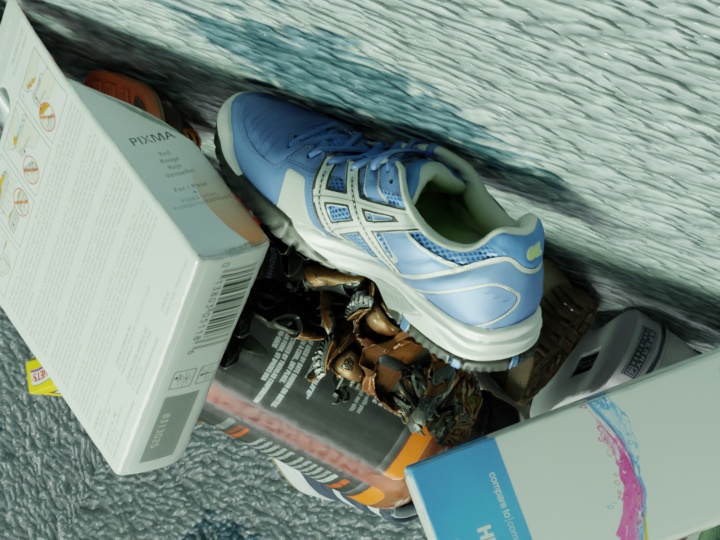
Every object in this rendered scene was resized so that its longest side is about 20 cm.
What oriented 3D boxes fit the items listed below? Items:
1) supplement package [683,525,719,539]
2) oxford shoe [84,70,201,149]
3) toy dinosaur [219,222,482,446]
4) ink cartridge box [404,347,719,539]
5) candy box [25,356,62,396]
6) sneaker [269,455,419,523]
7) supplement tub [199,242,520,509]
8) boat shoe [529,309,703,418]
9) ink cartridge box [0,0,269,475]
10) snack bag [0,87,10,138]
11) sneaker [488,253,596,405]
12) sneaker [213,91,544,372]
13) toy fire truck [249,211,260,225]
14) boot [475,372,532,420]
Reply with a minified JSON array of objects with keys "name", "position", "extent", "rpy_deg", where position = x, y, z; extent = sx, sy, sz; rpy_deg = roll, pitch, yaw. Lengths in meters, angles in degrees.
[{"name":"supplement package","position":[0.214,0.195,1.857],"extent":[0.152,0.200,0.151],"rpy_deg":[25,173,-8]},{"name":"oxford shoe","position":[-0.118,-0.073,1.593],"extent":[0.073,0.071,0.200],"rpy_deg":[-3,178,-16]},{"name":"toy dinosaur","position":[-0.011,0.012,1.485],"extent":[0.136,0.102,0.200],"rpy_deg":[10,-163,-39]},{"name":"ink cartridge box","position":[0.129,0.105,1.461],"extent":[0.145,0.200,0.085],"rpy_deg":[77,172,-84]},{"name":"candy box","position":[-0.093,0.061,1.745],"extent":[0.200,0.026,0.102],"rpy_deg":[7,158,-41]},{"name":"sneaker","position":[-0.024,0.078,1.656],"extent":[0.108,0.070,0.200],"rpy_deg":[16,157,42]},{"name":"supplement tub","position":[-0.012,0.063,1.576],"extent":[0.200,0.107,0.107],"rpy_deg":[29,172,-18]},{"name":"boat shoe","position":[0.154,0.066,1.648],"extent":[0.070,0.071,0.200],"rpy_deg":[28,167,-8]},{"name":"ink cartridge box","position":[-0.134,-0.020,1.467],"extent":[0.050,0.162,0.200],"rpy_deg":[-11,-129,-34]},{"name":"snack bag","position":[-0.217,-0.089,1.602],"extent":[0.200,0.021,0.189],"rpy_deg":[20,148,57]},{"name":"sneaker","position":[0.080,0.015,1.578],"extent":[0.076,0.070,0.200],"rpy_deg":[40,172,14]},{"name":"sneaker","position":[0.014,-0.037,1.367],"extent":[0.200,0.077,0.076],"rpy_deg":[34,-137,24]},{"name":"toy fire truck","position":[-0.134,-0.032,1.729],"extent":[0.200,0.141,0.049],"rpy_deg":[-13,151,-1]},{"name":"boot","position":[0.062,0.061,1.890],"extent":[0.150,0.073,0.200],"rpy_deg":[19,168,33]}]
